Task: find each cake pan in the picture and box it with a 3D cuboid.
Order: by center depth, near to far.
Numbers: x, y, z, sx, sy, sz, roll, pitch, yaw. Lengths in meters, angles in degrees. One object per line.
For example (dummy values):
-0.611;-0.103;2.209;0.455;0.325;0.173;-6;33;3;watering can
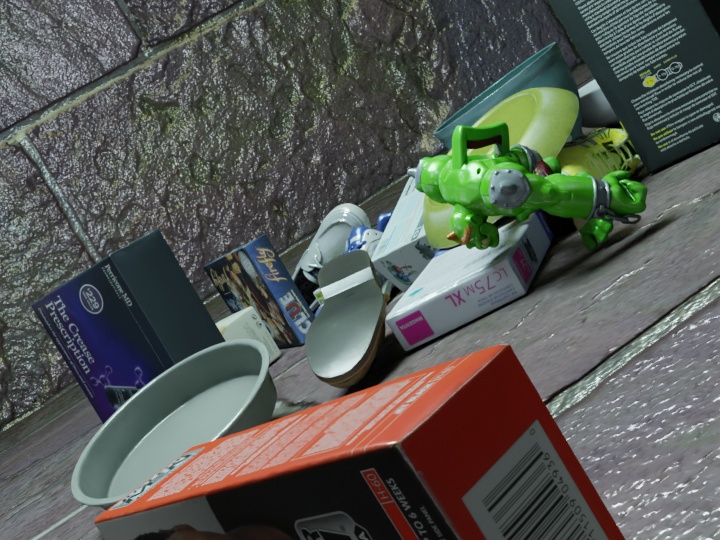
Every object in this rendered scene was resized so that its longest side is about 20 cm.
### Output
-0.152;0.136;0.986;0.200;0.037;0.200;-29;21;12;cake pan

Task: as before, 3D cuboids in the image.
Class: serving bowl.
0.378;-0.253;1.630;0.200;0.066;0.200;-31;5;3;serving bowl

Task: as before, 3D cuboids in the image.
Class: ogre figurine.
0.120;-0.067;0.937;0.120;0.098;0.200;4;26;-28;ogre figurine

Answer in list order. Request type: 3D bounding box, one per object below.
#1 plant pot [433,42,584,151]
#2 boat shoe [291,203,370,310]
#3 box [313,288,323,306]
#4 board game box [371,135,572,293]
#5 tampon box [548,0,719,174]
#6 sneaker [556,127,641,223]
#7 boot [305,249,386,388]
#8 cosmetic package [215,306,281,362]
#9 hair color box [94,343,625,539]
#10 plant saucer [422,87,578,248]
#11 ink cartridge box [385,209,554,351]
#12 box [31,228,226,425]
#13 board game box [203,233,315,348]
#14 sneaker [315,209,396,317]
0.216;-0.190;1.559;0.200;0.134;0.200;-37;5;4;plant pot
-0.052;-0.007;1.565;0.200;0.072;0.069;-49;4;41;boat shoe
0.041;-0.016;1.515;0.200;0.035;0.110;-36;8;-41;box
0.116;-0.073;1.236;0.200;0.064;0.148;-28;29;46;board game box
0.298;-0.223;1.112;0.126;0.200;0.150;-27;7;38;tampon box
0.222;-0.103;1.115;0.076;0.075;0.200;-30;7;26;sneaker
0.000;0.055;1.016;0.073;0.076;0.200;-20;22;11;boot
-0.192;0.125;1.333;0.105;0.071;0.200;-27;7;36;cosmetic package
-0.006;0.102;0.414;0.061;0.102;0.200;-36;6;-39;hair color box
0.125;-0.108;1.130;0.200;0.031;0.200;-43;17;17;plant saucer
0.104;-0.001;1.029;0.119;0.042;0.200;-28;10;23;ink cartridge box
-0.210;0.082;1.142;0.141;0.200;0.079;-28;5;35;box
-0.126;0.033;1.461;0.035;0.136;0.200;-33;5;-21;board game box
0.000;0.000;1.329;0.075;0.088;0.200;-24;11;42;sneaker
